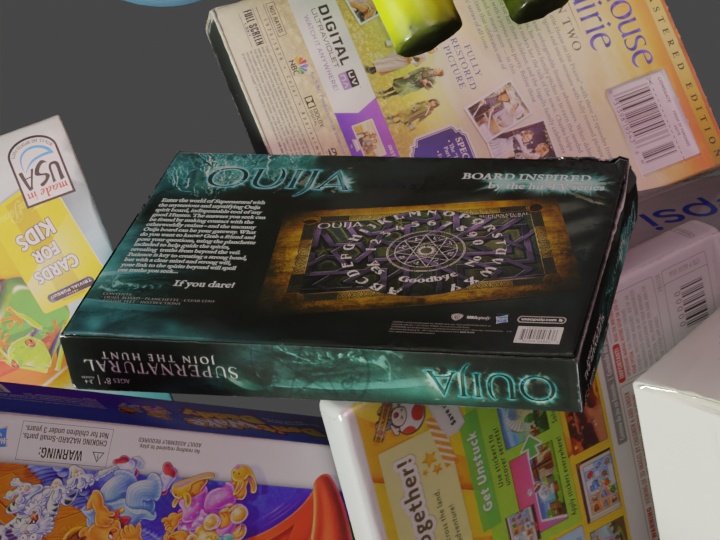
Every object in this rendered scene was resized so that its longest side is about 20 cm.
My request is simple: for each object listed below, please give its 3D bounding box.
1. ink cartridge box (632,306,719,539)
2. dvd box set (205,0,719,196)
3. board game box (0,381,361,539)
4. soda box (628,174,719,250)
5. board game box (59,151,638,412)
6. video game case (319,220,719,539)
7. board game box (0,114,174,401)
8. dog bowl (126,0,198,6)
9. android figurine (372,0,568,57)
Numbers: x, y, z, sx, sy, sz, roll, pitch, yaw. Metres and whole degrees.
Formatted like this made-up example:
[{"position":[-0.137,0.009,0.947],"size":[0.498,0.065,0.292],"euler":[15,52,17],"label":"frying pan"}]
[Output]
[{"position":[0.207,0.062,0.797],"size":[0.200,0.083,0.148],"euler":[-35,125,-34],"label":"ink cartridge box"},{"position":[0.049,-0.079,0.881],"size":[0.199,0.029,0.147],"euler":[-22,84,-14],"label":"dvd box set"},{"position":[-0.072,0.120,0.755],"size":[0.199,0.045,0.136],"euler":[8,99,-31],"label":"board game box"},{"position":[0.104,0.010,0.840],"size":[0.199,0.068,0.064],"euler":[-12,113,-16],"label":"soda box"},{"position":[0.000,0.000,0.768],"size":[0.198,0.028,0.136],"euler":[2,35,18],"label":"board game box"},{"position":[0.086,0.104,0.800],"size":[0.181,0.023,0.201],"euler":[-24,115,-22],"label":"video game case"},{"position":[-0.156,0.057,0.806],"size":[0.150,0.047,0.201],"euler":[-22,84,-14],"label":"board game box"},{"position":[-0.121,-0.205,0.863],"size":[0.200,0.050,0.112],"euler":[39,75,-1],"label":"dog bowl"},{"position":[0.012,-0.191,0.847],"size":[0.181,0.041,0.201],"euler":[-21,77,-29],"label":"android figurine"}]
